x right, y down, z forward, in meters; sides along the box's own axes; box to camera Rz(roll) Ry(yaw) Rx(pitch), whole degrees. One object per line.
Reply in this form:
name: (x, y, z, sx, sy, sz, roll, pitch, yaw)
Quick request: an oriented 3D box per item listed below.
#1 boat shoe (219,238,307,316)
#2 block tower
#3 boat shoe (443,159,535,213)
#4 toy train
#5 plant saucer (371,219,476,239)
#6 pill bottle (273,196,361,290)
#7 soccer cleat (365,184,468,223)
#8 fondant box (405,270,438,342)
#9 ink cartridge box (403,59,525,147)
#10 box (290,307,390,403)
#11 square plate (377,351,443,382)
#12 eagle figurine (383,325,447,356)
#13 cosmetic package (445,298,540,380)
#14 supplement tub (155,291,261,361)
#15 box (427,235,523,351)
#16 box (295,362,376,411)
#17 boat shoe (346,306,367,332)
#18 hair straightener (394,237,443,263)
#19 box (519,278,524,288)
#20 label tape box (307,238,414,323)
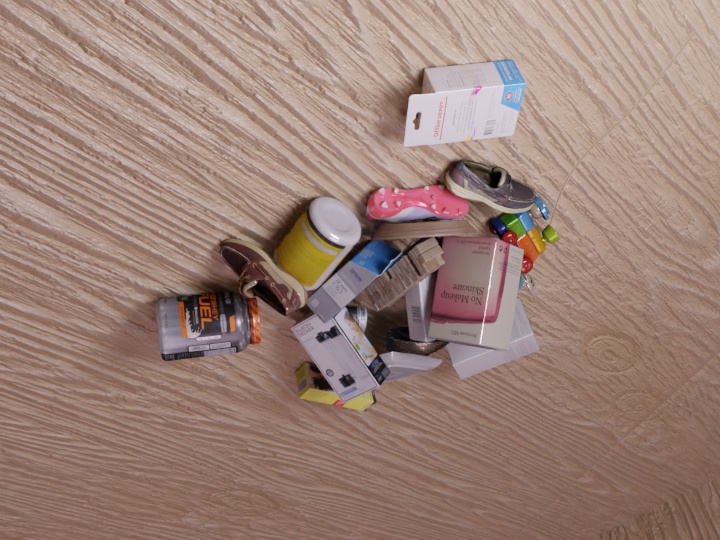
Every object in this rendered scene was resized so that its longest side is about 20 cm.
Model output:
boat shoe: (-0.192, 0.016, 1.598, 0.072, 0.199, 0.073, -40, 161, -40)
block tower: (0.081, 0.012, 1.670, 0.057, 0.054, 0.200, -25, 169, -40)
boat shoe: (0.252, -0.159, 1.626, 0.198, 0.074, 0.065, 8, 142, -27)
toy train: (0.354, -0.046, 1.760, 0.115, 0.085, 0.201, -35, 117, 3)
plant saucer: (0.118, -0.077, 1.632, 0.197, 0.030, 0.200, -3, -177, 0)
pill bottle: (-0.094, -0.034, 1.627, 0.111, 0.113, 0.200, 15, 132, -33)
soccer cleat: (0.106, -0.120, 1.640, 0.197, 0.068, 0.076, 0, 160, -21)
fondant box: (0.185, 0.051, 1.765, 0.198, 0.146, 0.058, -13, -170, -33)
ink cartridge box: (0.163, -0.278, 1.453, 0.197, 0.068, 0.116, -8, 141, -11)
box: (-0.042, 0.166, 1.823, 0.116, 0.060, 0.201, -28, 99, 36)
square plate: (0.052, 0.220, 1.932, 0.198, 0.029, 0.197, -20, 159, 35)
eagle figurine: (0.155, 0.122, 1.876, 0.200, 0.150, 0.152, -42, 126, -15)
cosmetic package: (0.297, 0.157, 2.002, 0.198, 0.109, 0.085, -22, 143, 11)
supplement tub: (-0.300, 0.107, 1.721, 0.197, 0.123, 0.123, -6, 141, -13)
box: (0.220, 0.043, 1.665, 0.127, 0.203, 0.108, 5, 173, 40)
box: (-0.056, 0.276, 2.052, 0.198, 0.076, 0.050, 18, 133, -36)
boat shoe: (-0.033, 0.149, 1.904, 0.067, 0.074, 0.200, 2, 146, -9)
hair straightener: (0.078, -0.023, 1.768, 0.199, 0.041, 0.077, -30, 140, 25)
box: (0.285, 0.056, 1.893, 0.049, 0.083, 0.201, -2, 141, -21)
label tape box: (0.000, 0.000, 1.679, 0.066, 0.143, 0.200, 46, 118, 0)
